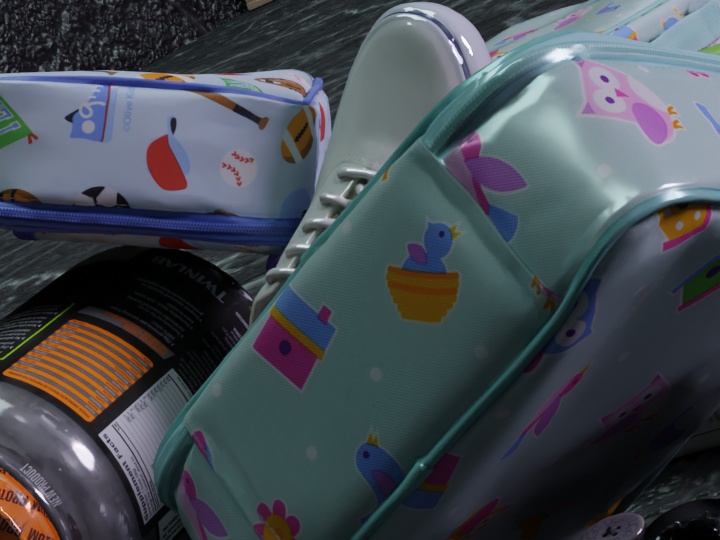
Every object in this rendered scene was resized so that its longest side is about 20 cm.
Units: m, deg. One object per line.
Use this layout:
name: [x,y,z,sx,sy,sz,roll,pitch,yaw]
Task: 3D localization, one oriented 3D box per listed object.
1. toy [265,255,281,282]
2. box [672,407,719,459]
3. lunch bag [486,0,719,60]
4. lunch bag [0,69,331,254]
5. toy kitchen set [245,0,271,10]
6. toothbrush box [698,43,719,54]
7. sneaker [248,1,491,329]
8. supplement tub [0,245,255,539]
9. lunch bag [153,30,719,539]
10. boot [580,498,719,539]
toy: [0.000,0.000,1.079,0.115,0.047,0.200,-15,-4,30]
box: [0.118,0.001,0.806,0.200,0.095,0.078,-18,31,26]
lunch bag: [0.122,-0.099,1.314,0.160,0.077,0.200,-13,16,44]
lunch bag: [-0.092,-0.048,0.990,0.160,0.076,0.200,2,4,0]
toy kitchen set: [-0.112,-0.491,3.492,0.200,0.164,0.180,-24,11,8]
toothbrush box: [0.103,-0.017,0.987,0.145,0.086,0.200,-18,14,32]
sneaker: [0.001,-0.001,0.884,0.073,0.201,0.071,17,12,29]
supplement tub: [-0.116,0.077,0.926,0.122,0.123,0.200,-19,12,29]
lunch bag: [0.044,0.025,0.673,0.160,0.077,0.200,-4,-40,-52]
boot: [0.067,0.092,0.637,0.200,0.066,0.165,-32,1,7]
